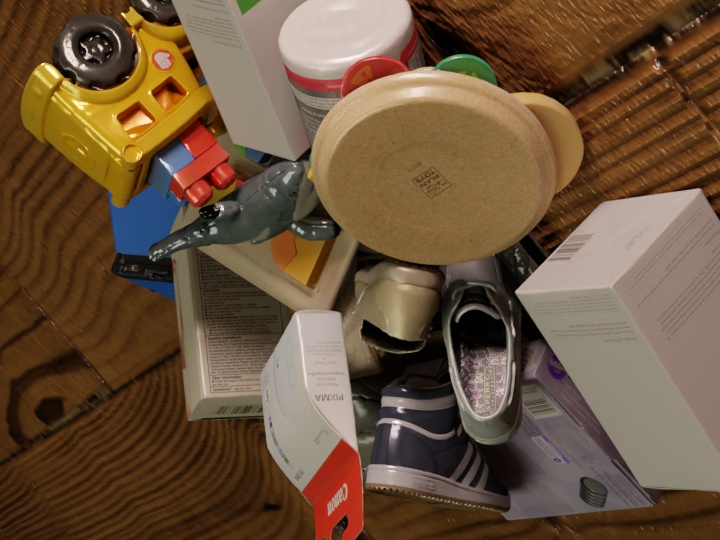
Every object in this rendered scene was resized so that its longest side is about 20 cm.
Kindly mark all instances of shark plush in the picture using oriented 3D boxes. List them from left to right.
[{"bbox_3d":[-0.111,-0.061,1.610,0.199,0.083,0.091,-9,87,32],"label":"shark plush"}]

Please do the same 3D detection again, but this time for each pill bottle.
[{"bbox_3d":[0.009,-0.124,1.493,0.110,0.111,0.201,24,145,38],"label":"pill bottle"}]

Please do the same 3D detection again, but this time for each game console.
[{"bbox_3d":[-0.183,-0.035,1.996,0.170,0.119,0.200,26,168,-35],"label":"game console"}]

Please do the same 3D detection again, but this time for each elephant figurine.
[{"bbox_3d":[0.018,0.145,1.812,0.200,0.154,0.142,110,140,-66],"label":"elephant figurine"}]

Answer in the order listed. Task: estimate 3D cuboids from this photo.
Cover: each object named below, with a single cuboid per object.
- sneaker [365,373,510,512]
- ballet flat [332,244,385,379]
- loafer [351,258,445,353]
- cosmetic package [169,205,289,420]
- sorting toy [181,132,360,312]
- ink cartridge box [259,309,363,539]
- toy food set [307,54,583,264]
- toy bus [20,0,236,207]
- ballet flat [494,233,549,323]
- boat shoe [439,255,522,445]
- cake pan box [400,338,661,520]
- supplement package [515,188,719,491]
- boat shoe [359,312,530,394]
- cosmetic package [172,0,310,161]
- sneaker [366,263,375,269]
[{"bbox_3d":[0.077,0.153,1.610,0.070,0.109,0.200,-2,166,34],"label":"sneaker"},{"bbox_3d":[0.000,0.000,1.679,0.062,0.067,0.201,2,95,10],"label":"ballet flat"},{"bbox_3d":[0.026,0.036,1.557,0.075,0.069,0.200,15,171,0],"label":"loafer"},{"bbox_3d":[-0.129,0.042,1.816,0.087,0.103,0.201,130,137,-65],"label":"cosmetic package"},{"bbox_3d":[-0.071,-0.074,1.651,0.185,0.036,0.201,31,112,27],"label":"sorting toy"},{"bbox_3d":[-0.046,0.157,1.626,0.160,0.047,0.201,123,145,-61],"label":"ink cartridge box"},{"bbox_3d":[0.057,-0.084,1.415,0.197,0.049,0.200,27,131,-18],"label":"toy food set"},{"bbox_3d":[-0.170,-0.150,1.610,0.192,0.200,0.136,44,155,8],"label":"toy bus"},{"bbox_3d":[0.137,-0.028,1.520,0.057,0.067,0.200,-27,110,21],"label":"ballet flat"},{"bbox_3d":[0.103,0.042,1.525,0.070,0.202,0.072,-7,158,6],"label":"boat shoe"},{"bbox_3d":[0.149,0.146,1.643,0.184,0.052,0.200,-17,127,45],"label":"cake pan box"},{"bbox_3d":[0.237,0.056,1.396,0.200,0.121,0.120,56,151,-16],"label":"supplement package"},{"bbox_3d":[0.081,0.065,1.690,0.072,0.072,0.200,43,143,-25],"label":"boat shoe"},{"bbox_3d":[-0.081,-0.205,1.517,0.085,0.108,0.201,18,143,42],"label":"cosmetic package"},{"bbox_3d":[-0.005,0.021,1.762,0.200,0.075,0.081,-10,108,56],"label":"sneaker"}]
